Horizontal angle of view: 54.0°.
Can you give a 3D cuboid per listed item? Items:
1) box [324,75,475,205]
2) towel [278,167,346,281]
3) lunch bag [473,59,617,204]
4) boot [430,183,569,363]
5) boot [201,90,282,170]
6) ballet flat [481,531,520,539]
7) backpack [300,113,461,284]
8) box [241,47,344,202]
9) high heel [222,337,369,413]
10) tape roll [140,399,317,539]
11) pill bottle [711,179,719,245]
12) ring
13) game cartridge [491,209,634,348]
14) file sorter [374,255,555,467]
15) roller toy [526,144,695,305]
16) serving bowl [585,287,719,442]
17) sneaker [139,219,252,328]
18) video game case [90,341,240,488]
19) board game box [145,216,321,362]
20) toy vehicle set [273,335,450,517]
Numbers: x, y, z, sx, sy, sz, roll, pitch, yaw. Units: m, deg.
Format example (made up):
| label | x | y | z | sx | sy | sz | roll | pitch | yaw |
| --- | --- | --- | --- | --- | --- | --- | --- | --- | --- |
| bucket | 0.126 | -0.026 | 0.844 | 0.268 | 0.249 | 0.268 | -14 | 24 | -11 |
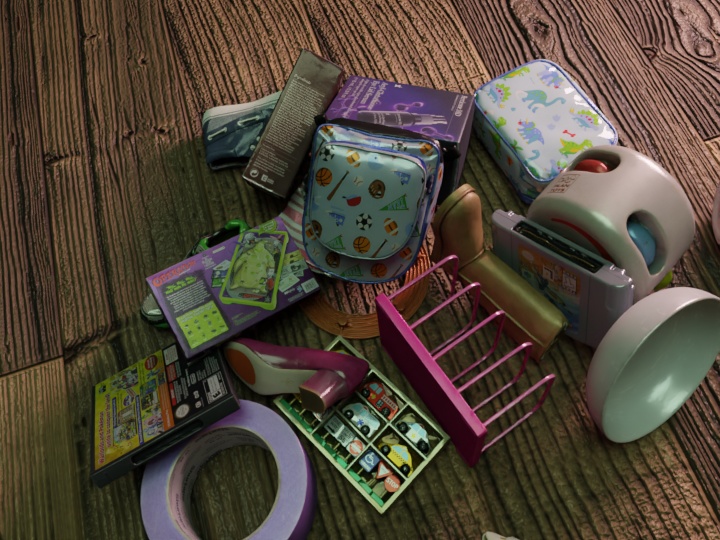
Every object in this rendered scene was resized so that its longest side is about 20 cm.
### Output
| label | x | y | z | sx | sy | sz | roll | pitch | yaw |
| --- | --- | --- | --- | --- | --- | --- | --- | --- | --- |
| box | 0.055 | -0.189 | 1.012 | 0.196 | 0.106 | 0.149 | 11 | 40 | 10 |
| towel | -0.037 | -0.088 | 1.022 | 0.144 | 0.030 | 0.202 | 21 | 63 | 19 |
| lunch bag | 0.268 | -0.206 | 1.038 | 0.159 | 0.083 | 0.202 | -28 | 63 | -7 |
| boot | 0.179 | 0.004 | 0.883 | 0.066 | 0.176 | 0.200 | -39 | 68 | -14 |
| boot | -0.149 | -0.215 | 1.102 | 0.196 | 0.073 | 0.092 | -11 | 70 | 8 |
| ballet flat | 0.130 | 0.329 | 0.788 | 0.196 | 0.076 | 0.065 | -13 | 46 | -5 |
| backpack | 0.011 | -0.081 | 0.892 | 0.196 | 0.194 | 0.154 | 13 | 21 | 9 |
| box | -0.096 | -0.206 | 1.026 | 0.074 | 0.100 | 0.203 | 24 | 89 | -5 |
| high heel | -0.087 | 0.119 | 0.909 | 0.198 | 0.069 | 0.096 | 23 | 36 | 32 |
| tape roll | -0.153 | 0.264 | 0.842 | 0.196 | 0.085 | 0.204 | -3 | 63 | 6 |
| pill bottle | 0.578 | -0.075 | 0.922 | 0.196 | 0.109 | 0.111 | 5 | 63 | 9 |
| ring | 0.000 | 0.000 | 0.997 | 0.196 | 0.019 | 0.204 | -2 | 62 | 4 |
| game cartridge | 0.246 | 0.016 | 0.887 | 0.041 | 0.135 | 0.199 | -33 | 46 | -25 |
| file sorter | 0.125 | 0.105 | 0.863 | 0.124 | 0.140 | 0.201 | -32 | 64 | -12 |
| roller toy | 0.308 | -0.051 | 0.897 | 0.140 | 0.183 | 0.200 | -42 | 66 | -14 |
| serving bowl | 0.333 | 0.100 | 0.822 | 0.198 | 0.202 | 0.066 | -33 | 43 | -11 |
| sneaker | -0.229 | -0.002 | 0.986 | 0.200 | 0.086 | 0.078 | -43 | 66 | -15 |
| video game case | -0.248 | 0.158 | 0.878 | 0.179 | 0.026 | 0.200 | -28 | 28 | -8 |
| board game box | -0.164 | 0.021 | 0.924 | 0.198 | 0.032 | 0.121 | -27 | 80 | -21 |
| toy vehicle set | 0.000 | 0.192 | 0.894 | 0.199 | 0.027 | 0.124 | 40 | 74 | 22 |
